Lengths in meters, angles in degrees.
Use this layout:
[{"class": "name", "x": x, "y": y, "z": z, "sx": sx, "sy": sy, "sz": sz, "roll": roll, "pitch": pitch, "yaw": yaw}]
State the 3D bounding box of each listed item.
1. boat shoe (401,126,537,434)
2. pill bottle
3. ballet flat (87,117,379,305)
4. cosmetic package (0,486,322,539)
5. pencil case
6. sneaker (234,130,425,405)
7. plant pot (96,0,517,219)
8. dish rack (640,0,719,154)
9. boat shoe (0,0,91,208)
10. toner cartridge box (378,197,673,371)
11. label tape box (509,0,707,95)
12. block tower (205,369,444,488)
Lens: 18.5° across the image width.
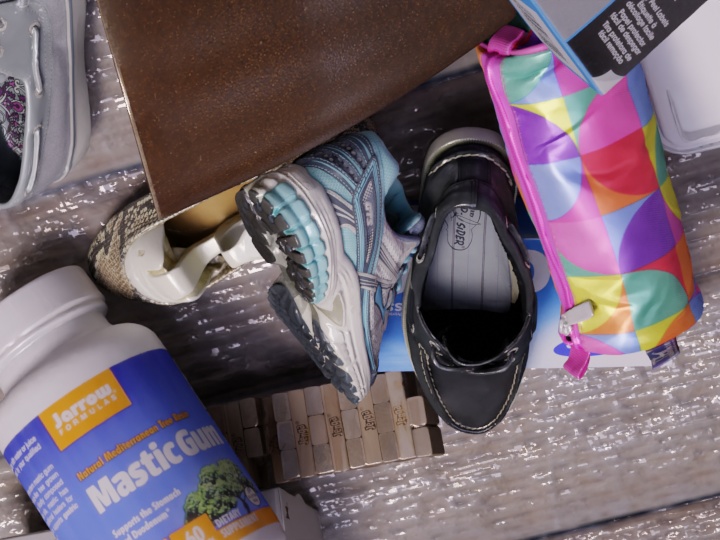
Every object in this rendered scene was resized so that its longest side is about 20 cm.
[{"class": "boat shoe", "x": 0.061, "y": 0.022, "z": 1.207, "sx": 0.074, "sy": 0.066, "sz": 0.200, "roll": 3, "pitch": 126, "yaw": -1}, {"class": "pill bottle", "x": -0.139, "y": 0.101, "z": 1.253, "sx": 0.112, "sy": 0.112, "sz": 0.201, "roll": -40, "pitch": 79, "yaw": 27}, {"class": "ballet flat", "x": -0.076, "y": -0.024, "z": 1.226, "sx": 0.199, "sy": 0.076, "sz": 0.068, "roll": -27, "pitch": 123, "yaw": 21}, {"class": "cosmetic package", "x": -0.126, "y": 0.195, "z": 1.364, "sx": 0.199, "sy": 0.085, "sz": 0.108, "roll": -11, "pitch": 163, "yaw": 12}, {"class": "pencil case", "x": 0.121, "y": -0.047, "z": 1.155, "sx": 0.088, "sy": 0.088, "sz": 0.201, "roll": -13, "pitch": 113, "yaw": 12}, {"class": "sneaker", "x": 0.000, "y": 0.000, "z": 1.173, "sx": 0.086, "sy": 0.078, "sz": 0.200, "roll": -36, "pitch": 154, "yaw": -13}, {"class": "plant pot", "x": -0.030, "y": -0.142, "z": 1.086, "sx": 0.199, "sy": 0.187, "sz": 0.188, "roll": -16, "pitch": 127, "yaw": -4}, {"class": "dish rack", "x": 0.204, "y": -0.149, "z": 1.141, "sx": 0.171, "sy": 0.044, "sz": 0.201, "roll": -15, "pitch": 126, "yaw": 12}, {"class": "boat shoe", "x": -0.186, "y": -0.119, "z": 1.149, "sx": 0.070, "sy": 0.072, "sz": 0.202, "roll": 15, "pitch": 132, "yaw": 23}, {"class": "toner cartridge box", "x": 0.080, "y": 0.008, "z": 1.264, "sx": 0.199, "sy": 0.043, "sz": 0.095, "roll": -2, "pitch": 127, "yaw": 4}, {"class": "label tape box", "x": 0.141, "y": -0.197, "z": 1.009, "sx": 0.200, "sy": 0.066, "sz": 0.143, "roll": -41, "pitch": 140, "yaw": 4}, {"class": "block tower", "x": -0.053, "y": 0.102, "z": 1.321, "sx": 0.199, "sy": 0.058, "sz": 0.054, "roll": -11, "pitch": 83, "yaw": 9}]
